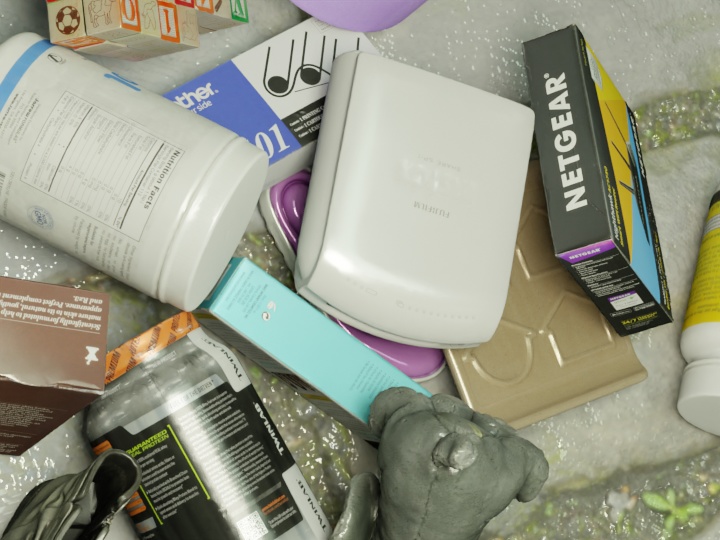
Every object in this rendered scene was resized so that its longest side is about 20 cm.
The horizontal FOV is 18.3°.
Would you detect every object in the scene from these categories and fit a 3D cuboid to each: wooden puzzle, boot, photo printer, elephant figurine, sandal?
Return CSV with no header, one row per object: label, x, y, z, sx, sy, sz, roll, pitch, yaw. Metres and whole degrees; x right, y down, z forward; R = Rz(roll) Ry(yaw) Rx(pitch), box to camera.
wooden puzzle,0.118,0.022,1.764,0.185,0.046,0.201,-17,79,-39
boot,-0.225,0.211,1.511,0.068,0.131,0.201,33,65,-13
photo printer,0.039,-0.046,1.664,0.166,0.069,0.201,18,71,-19
elephant figurine,0.041,0.195,1.576,0.155,0.141,0.201,18,100,-43
sandal,-0.005,0.005,1.717,0.203,0.050,0.082,49,62,-6

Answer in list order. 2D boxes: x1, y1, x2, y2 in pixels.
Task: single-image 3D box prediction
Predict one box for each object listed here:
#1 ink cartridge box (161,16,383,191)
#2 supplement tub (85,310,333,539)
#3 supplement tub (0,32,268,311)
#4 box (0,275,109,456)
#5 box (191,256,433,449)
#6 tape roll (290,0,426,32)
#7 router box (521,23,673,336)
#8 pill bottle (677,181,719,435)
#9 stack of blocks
ink cartridge box,-0.068,-0.120,1.710,0.200,0.044,0.094,-31,73,-28
supplement tub,-0.114,0.137,1.589,0.122,0.122,0.201,-29,91,-29
supplement tub,-0.180,-0.071,1.578,0.199,0.132,0.132,26,65,5
box,-0.245,0.066,1.501,0.100,0.200,0.075,10,72,-22
box,-0.031,0.066,1.660,0.200,0.082,0.049,36,79,-15
tape roll,-0.011,-0.289,1.751,0.199,0.066,0.201,22,53,-31
router box,0.185,-0.069,1.753,0.149,0.051,0.201,45,32,-53
pill bottle,0.325,0.030,1.831,0.114,0.114,0.201,24,67,-18
stack of blocks,-0.155,-0.215,1.635,0.200,0.058,0.116,3,79,-66
